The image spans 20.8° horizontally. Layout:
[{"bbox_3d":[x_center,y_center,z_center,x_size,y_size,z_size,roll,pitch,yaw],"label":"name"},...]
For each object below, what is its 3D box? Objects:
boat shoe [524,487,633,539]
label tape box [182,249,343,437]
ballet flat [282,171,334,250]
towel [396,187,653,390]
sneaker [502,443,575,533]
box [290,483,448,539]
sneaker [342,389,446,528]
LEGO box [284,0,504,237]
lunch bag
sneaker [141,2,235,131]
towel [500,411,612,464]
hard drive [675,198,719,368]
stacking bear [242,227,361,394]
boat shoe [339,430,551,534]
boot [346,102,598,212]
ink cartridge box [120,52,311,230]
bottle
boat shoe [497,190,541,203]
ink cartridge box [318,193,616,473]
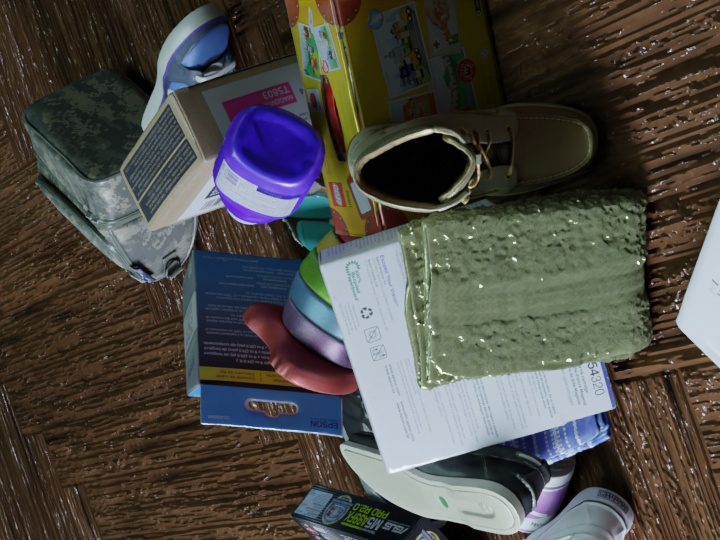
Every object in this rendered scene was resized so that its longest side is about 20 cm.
[{"bbox_3d":[0.169,0.260,1.696,0.073,0.066,0.201,28,140,6],"label":"boat shoe"},{"bbox_3d":[-0.096,0.082,1.897,0.066,0.142,0.201,116,154,-51],"label":"label tape box"},{"bbox_3d":[-0.047,-0.071,1.824,0.072,0.071,0.200,63,174,13],"label":"ballet flat"},{"bbox_3d":[0.130,0.011,1.521,0.037,0.198,0.150,-119,22,-66],"label":"towel"},{"bbox_3d":[0.105,0.154,1.758,0.201,0.072,0.115,50,147,31],"label":"sneaker"},{"bbox_3d":[0.041,0.285,1.892,0.160,0.044,0.199,50,158,-26],"label":"box"},{"bbox_3d":[0.029,0.150,1.875,0.201,0.070,0.099,58,153,27],"label":"sneaker"},{"bbox_3d":[0.036,-0.144,1.618,0.077,0.148,0.202,8,114,56],"label":"LEGO box"},{"bbox_3d":[-0.268,-0.097,2.162,0.200,0.139,0.169,40,152,40],"label":"lunch bag"},{"bbox_3d":[-0.142,-0.156,1.983,0.147,0.080,0.200,47,139,17],"label":"sneaker"},{"bbox_3d":[0.110,0.110,1.676,0.199,0.024,0.146,-28,76,30],"label":"towel"},{"bbox_3d":[0.300,0.004,1.398,0.132,0.025,0.201,48,143,33],"label":"hard drive"},{"bbox_3d":[0.000,0.000,1.762,0.201,0.113,0.122,-58,36,16],"label":"stacking bear"},{"bbox_3d":[0.070,0.169,1.667,0.199,0.068,0.072,10,139,39],"label":"boat shoe"},{"bbox_3d":[0.089,-0.086,1.482,0.155,0.198,0.073,-97,4,-83],"label":"boot"},{"bbox_3d":[-0.102,-0.125,1.804,0.076,0.199,0.165,64,150,10],"label":"ink cartridge box"},{"bbox_3d":[-0.082,-0.082,1.651,0.083,0.066,0.200,25,167,-4],"label":"bottle"},{"bbox_3d":[0.109,-0.012,1.657,0.063,0.073,0.201,57,151,5],"label":"boat shoe"},{"bbox_3d":[0.087,0.048,1.586,0.043,0.198,0.198,-99,-7,-69],"label":"ink cartridge box"}]
